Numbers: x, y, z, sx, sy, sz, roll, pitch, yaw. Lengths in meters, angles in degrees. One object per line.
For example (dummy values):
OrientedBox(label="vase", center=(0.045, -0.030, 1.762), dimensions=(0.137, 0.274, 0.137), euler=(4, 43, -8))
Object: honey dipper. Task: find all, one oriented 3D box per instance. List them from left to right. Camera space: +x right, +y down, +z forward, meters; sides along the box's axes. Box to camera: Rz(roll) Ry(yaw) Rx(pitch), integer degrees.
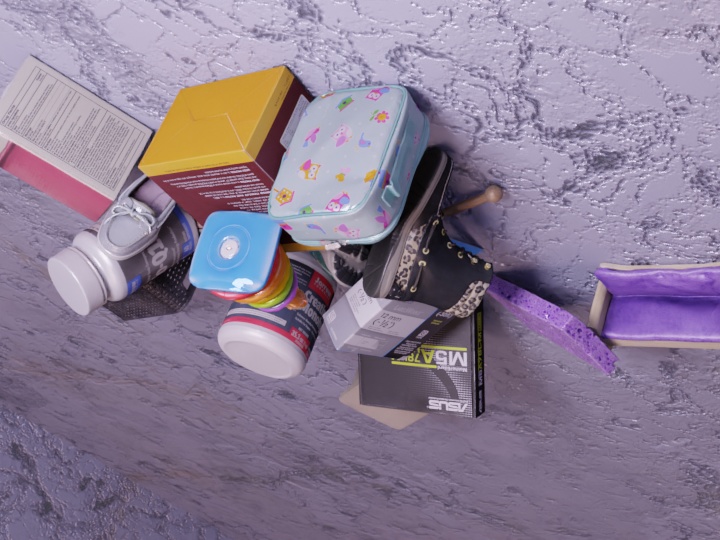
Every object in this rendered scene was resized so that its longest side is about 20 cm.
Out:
OrientedBox(label="honey dipper", center=(0.112, -0.077, 1.394), dimensions=(0.038, 0.038, 0.200), euler=(36, 146, -26))

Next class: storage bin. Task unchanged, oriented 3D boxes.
OrientedBox(label="storage bin", center=(-0.353, -0.003, 1.752), dimensions=(0.200, 0.135, 0.094), euler=(-10, 139, 46))

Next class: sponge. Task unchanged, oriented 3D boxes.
OrientedBox(label="sponge", center=(0.259, 0.071, 1.457), dimensions=(0.112, 0.030, 0.200), euler=(40, 177, -29))

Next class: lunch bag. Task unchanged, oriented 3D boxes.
OrientedBox(label="lunch bag", center=(-0.009, -0.117, 1.221), dimensions=(0.160, 0.200, 0.077), euler=(0, 148, 33))

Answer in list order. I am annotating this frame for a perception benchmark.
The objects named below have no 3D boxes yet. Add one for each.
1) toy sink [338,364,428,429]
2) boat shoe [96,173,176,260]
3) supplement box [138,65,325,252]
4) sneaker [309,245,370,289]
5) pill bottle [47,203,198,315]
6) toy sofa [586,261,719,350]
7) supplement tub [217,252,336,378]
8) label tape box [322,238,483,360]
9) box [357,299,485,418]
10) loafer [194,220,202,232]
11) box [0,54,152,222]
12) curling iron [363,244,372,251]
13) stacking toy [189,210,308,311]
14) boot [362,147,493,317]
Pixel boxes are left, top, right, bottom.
OrientedBox(label="toy sink", center=(0.070, 0.171, 1.790), dimensions=(0.130, 0.112, 0.200), euler=(28, 148, -11))
OrientedBox(label="boat shoe", center=(-0.289, -0.099, 1.464), dimensions=(0.074, 0.202, 0.065), euler=(37, 150, 4))
OrientedBox(label="supplement box", center=(-0.131, -0.132, 1.358), dimensions=(0.197, 0.133, 0.200), euler=(-3, 144, 40))
OrientedBox(label="sneaker", center=(0.000, 0.000, 1.522), dimensions=(0.080, 0.078, 0.200), euler=(25, 170, 42))
OrientedBox(label="pill bottle", center=(-0.342, -0.027, 1.533), dimensions=(0.114, 0.200, 0.114), euler=(33, 143, 29))
OrientedBox(label="toy sofa", center=(0.394, 0.049, 1.359), dimensions=(0.200, 0.083, 0.098), euler=(0, 147, 37))
OrientedBox(label="supplement tub", center=(-0.119, 0.049, 1.605), dimensions=(0.140, 0.200, 0.140), euler=(17, 153, 9))
OrientedBox(label="label tape box", center=(0.067, 0.038, 1.457), dimensions=(0.143, 0.066, 0.200), euler=(14, 134, -45))
OrientedBox(label="box", center=(0.090, 0.118, 1.611), dimensions=(0.200, 0.194, 0.047), euler=(4, -171, 28))
OrientedBox(label="loafer", center=(-0.247, -0.099, 1.581), dimensions=(0.200, 0.072, 0.063), euler=(-5, 135, 47))
OrientedBox(label="box", center=(-0.416, -0.181, 1.485), dimensions=(0.200, 0.128, 0.109), euler=(32, 152, -17))
OrientedBox(label="curling iron", center=(-0.015, -0.041, 1.555), dimensions=(0.200, 0.026, 0.050), euler=(29, 149, -14))
OrientedBox(label="stacking toy", center=(-0.123, 0.011, 1.377), dimensions=(0.116, 0.110, 0.200), euler=(5, 160, 26))
OrientedBox(label="boot", center=(0.105, -0.042, 1.346), dimensions=(0.153, 0.204, 0.073), euler=(18, -167, -27))
